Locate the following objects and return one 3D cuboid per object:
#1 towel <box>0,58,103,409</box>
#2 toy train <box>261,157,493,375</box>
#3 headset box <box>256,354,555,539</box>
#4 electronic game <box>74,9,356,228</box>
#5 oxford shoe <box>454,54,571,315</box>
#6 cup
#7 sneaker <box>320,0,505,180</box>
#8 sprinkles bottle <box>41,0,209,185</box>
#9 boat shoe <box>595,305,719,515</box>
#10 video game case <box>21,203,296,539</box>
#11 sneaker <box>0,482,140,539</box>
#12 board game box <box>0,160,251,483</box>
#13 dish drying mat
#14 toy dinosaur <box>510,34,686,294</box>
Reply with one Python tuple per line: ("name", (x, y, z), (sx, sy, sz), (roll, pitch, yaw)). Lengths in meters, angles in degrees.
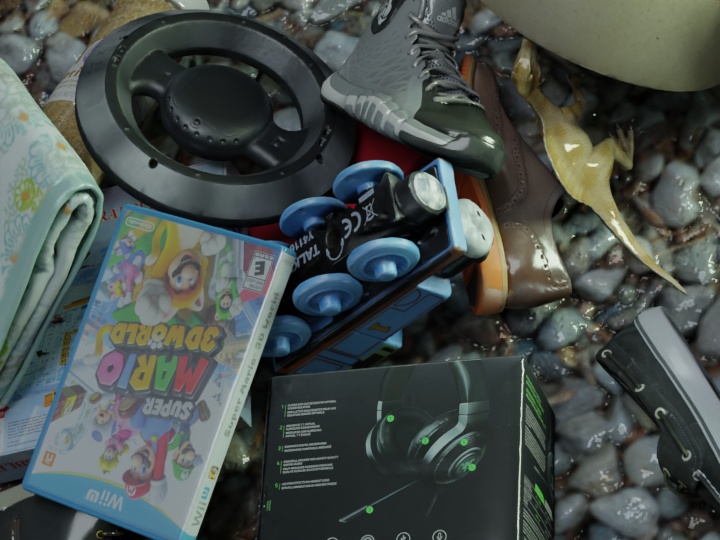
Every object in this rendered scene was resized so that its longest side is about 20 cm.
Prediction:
("towel", (-0.261, -0.022, 1.601), (0.171, 0.048, 0.200), (47, 117, 39))
("toy train", (0.000, 0.000, 1.520), (0.200, 0.114, 0.087), (-36, 52, 36))
("headset box", (0.029, 0.154, 1.473), (0.173, 0.093, 0.201), (-7, 60, 16))
("electronic game", (-0.101, -0.109, 1.634), (0.199, 0.042, 0.201), (8, 50, -10))
("oxford shoe", (0.100, -0.059, 1.593), (0.073, 0.071, 0.201), (-3, 62, -7))
("cup", (0.183, -0.233, 1.545), (0.200, 0.200, 0.144), (44, 125, 32))
("sneaker", (0.048, -0.138, 1.555), (0.200, 0.075, 0.116), (32, 97, 55))
("sprinkles bottle", (-0.180, -0.132, 1.692), (0.068, 0.068, 0.200), (10, 51, 24))
("boat shoe", (0.210, 0.110, 1.456), (0.057, 0.069, 0.200), (-33, 51, 9))
("video game case", (-0.131, 0.066, 1.504), (0.143, 0.018, 0.201), (15, 83, 36))
("sneaker", (-0.165, 0.177, 1.548), (0.200, 0.075, 0.107), (-27, 61, 14))
("board game box", (-0.174, 0.034, 1.630), (0.199, 0.041, 0.200), (-13, 57, 17))
("dish drying mat", (-0.033, -0.032, 1.643), (0.077, 0.018, 0.200), (34, 79, 35))
("toy dinosaur", (0.148, -0.070, 1.561), (0.058, 0.200, 0.101), (-28, 13, 24))
